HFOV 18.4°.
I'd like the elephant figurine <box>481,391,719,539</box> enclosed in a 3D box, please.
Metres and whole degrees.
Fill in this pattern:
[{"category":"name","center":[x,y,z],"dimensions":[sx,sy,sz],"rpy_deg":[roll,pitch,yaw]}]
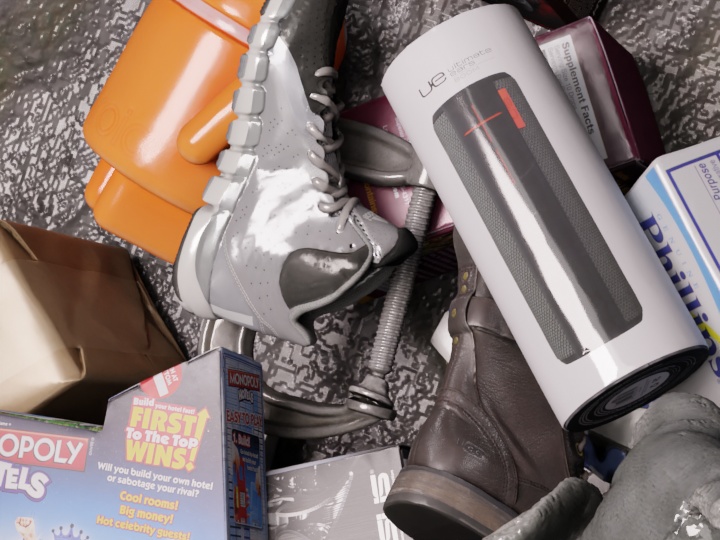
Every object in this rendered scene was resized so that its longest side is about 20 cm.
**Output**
[{"category":"elephant figurine","center":[0.110,0.161,0.998],"dimensions":[0.200,0.155,0.142],"rpy_deg":[-37,31,11]}]

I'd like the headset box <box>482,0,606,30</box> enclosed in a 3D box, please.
[{"category":"headset box","center":[0.054,-0.207,1.212],"dimensions":[0.148,0.200,0.078],"rpy_deg":[26,91,20]}]

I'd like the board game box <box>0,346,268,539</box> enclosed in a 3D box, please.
[{"category":"board game box","center":[-0.125,0.133,1.120],"dimensions":[0.199,0.062,0.201],"rpy_deg":[9,82,19]}]

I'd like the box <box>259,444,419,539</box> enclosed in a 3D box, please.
[{"category":"box","center":[-0.029,0.203,1.132],"dimensions":[0.157,0.048,0.201],"rpy_deg":[-13,76,17]}]

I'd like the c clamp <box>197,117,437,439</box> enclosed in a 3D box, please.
[{"category":"c clamp","center":[0.000,0.000,1.177],"dimensions":[0.170,0.027,0.201],"rpy_deg":[20,90,19]}]

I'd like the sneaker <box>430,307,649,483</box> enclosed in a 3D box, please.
[{"category":"sneaker","center":[0.147,0.057,1.214],"dimensions":[0.199,0.081,0.115],"rpy_deg":[35,91,13]}]

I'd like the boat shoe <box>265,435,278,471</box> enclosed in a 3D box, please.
[{"category":"boat shoe","center":[-0.100,0.150,1.256],"dimensions":[0.060,0.074,0.201],"rpy_deg":[16,67,9]}]

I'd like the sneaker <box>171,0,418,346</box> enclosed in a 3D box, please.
[{"category":"sneaker","center":[-0.013,-0.054,1.149],"dimensions":[0.115,0.075,0.201],"rpy_deg":[23,100,20]}]

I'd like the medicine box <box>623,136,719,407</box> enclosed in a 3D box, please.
[{"category":"medicine box","center":[0.246,0.015,1.115],"dimensions":[0.199,0.103,0.183],"rpy_deg":[-20,73,-23]}]

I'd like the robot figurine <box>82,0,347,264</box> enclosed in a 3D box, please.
[{"category":"robot figurine","center":[-0.082,-0.105,1.279],"dimensions":[0.116,0.144,0.201],"rpy_deg":[32,97,17]}]

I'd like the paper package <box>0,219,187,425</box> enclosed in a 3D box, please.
[{"category":"paper package","center":[-0.221,0.073,1.274],"dimensions":[0.199,0.191,0.104],"rpy_deg":[-35,77,12]}]

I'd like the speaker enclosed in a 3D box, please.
[{"category":"speaker","center":[0.087,-0.028,1.079],"dimensions":[0.081,0.081,0.201],"rpy_deg":[-31,72,13]}]

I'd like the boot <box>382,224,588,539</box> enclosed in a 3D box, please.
[{"category":"boot","center":[0.106,0.080,1.133],"dimensions":[0.069,0.200,0.175],"rpy_deg":[-14,48,50]}]

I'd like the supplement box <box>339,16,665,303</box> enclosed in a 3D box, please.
[{"category":"supplement box","center":[0.061,-0.058,1.236],"dimensions":[0.199,0.110,0.086],"rpy_deg":[-20,78,15]}]
